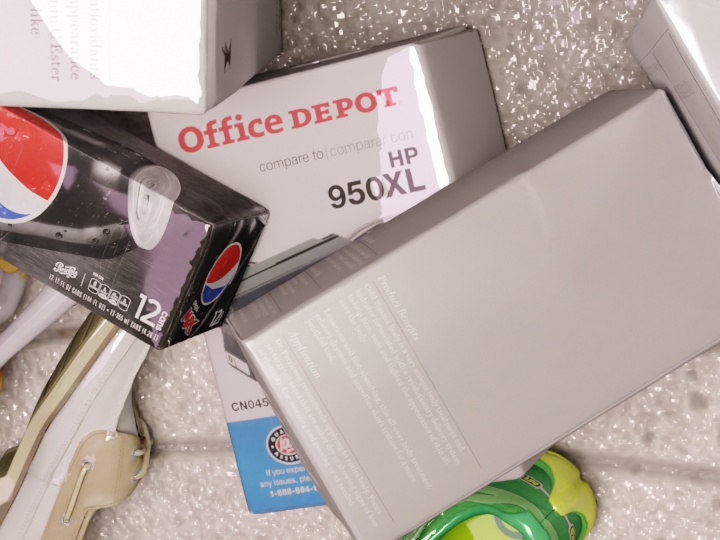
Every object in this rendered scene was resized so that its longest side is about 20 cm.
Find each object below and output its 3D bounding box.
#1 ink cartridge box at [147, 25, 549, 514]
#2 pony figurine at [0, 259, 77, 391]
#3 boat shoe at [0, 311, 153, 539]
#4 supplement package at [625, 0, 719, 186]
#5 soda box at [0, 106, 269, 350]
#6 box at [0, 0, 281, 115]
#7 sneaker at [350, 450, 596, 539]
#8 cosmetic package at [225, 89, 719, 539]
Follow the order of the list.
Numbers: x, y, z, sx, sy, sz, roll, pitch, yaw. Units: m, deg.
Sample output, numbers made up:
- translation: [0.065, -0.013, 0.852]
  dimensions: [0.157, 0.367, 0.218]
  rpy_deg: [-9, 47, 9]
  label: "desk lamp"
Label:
- translation: [0.000, 0.000, 0.840]
  dimensions: [0.144, 0.084, 0.201]
  rpy_deg: [-11, 97, 24]
  label: "ink cartridge box"
- translation: [-0.228, 0.064, 0.883]
  dimensions: [0.167, 0.193, 0.200]
  rpy_deg: [47, 122, 18]
  label: "pony figurine"
- translation: [-0.142, 0.089, 0.934]
  dimensions: [0.068, 0.075, 0.200]
  rpy_deg: [30, 111, -8]
  label: "boat shoe"
- translation: [0.177, -0.077, 0.673]
  dimensions: [0.109, 0.200, 0.114]
  rpy_deg: [-31, 90, 6]
  label: "supplement package"
- translation: [-0.146, -0.042, 0.804]
  dimensions: [0.199, 0.071, 0.064]
  rpy_deg: [28, 105, 13]
  label: "soda box"
- translation: [-0.107, -0.180, 0.766]
  dimensions: [0.130, 0.200, 0.200]
  rpy_deg: [3, 103, 5]
  label: "box"
- translation: [0.024, 0.156, 0.867]
  dimensions: [0.200, 0.084, 0.074]
  rpy_deg: [-43, 85, 26]
  label: "sneaker"
- translation: [0.056, 0.017, 0.738]
  dimensions: [0.199, 0.090, 0.107]
  rpy_deg: [-29, 99, -6]
  label: "cosmetic package"
